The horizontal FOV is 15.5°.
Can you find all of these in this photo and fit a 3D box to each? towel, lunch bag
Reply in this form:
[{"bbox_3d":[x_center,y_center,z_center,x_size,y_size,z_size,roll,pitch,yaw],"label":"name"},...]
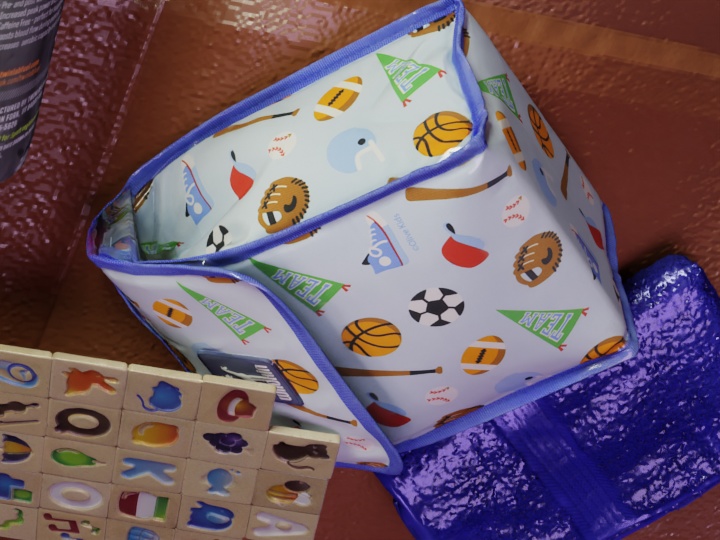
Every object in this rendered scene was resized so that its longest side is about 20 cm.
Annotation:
[{"bbox_3d":[0.117,0.091,1.357,0.200,0.050,0.148,-34,131,6],"label":"towel"},{"bbox_3d":[0.000,0.000,1.200,0.200,0.124,0.170,-23,133,17],"label":"lunch bag"}]

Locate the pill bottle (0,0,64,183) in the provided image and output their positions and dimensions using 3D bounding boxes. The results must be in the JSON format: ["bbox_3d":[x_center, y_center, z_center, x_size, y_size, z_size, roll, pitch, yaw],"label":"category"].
[{"bbox_3d":[-0.162,-0.137,1.036,0.106,0.106,0.200,3,124,-23],"label":"pill bottle"}]

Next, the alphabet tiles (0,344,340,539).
[{"bbox_3d":[-0.114,0.089,1.231,0.200,0.006,0.166,9,144,-3],"label":"alphabet tiles"}]
